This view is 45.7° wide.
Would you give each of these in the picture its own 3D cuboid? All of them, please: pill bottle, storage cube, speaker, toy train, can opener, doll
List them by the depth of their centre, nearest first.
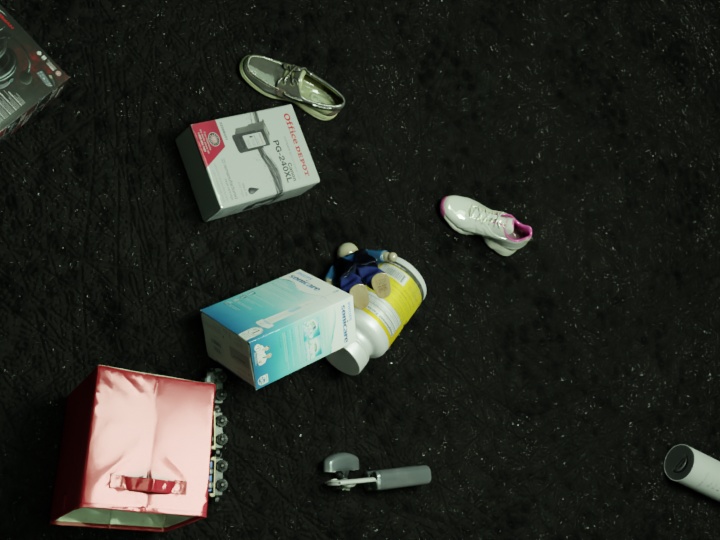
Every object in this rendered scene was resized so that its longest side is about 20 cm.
[{"bbox_3d":[-0.311,0.249,1.163,0.169,0.200,0.182,13,64,-27],"label":"storage cube"},{"bbox_3d":[-0.229,0.250,1.307,0.045,0.034,0.203,4,74,-27],"label":"toy train"},{"bbox_3d":[0.028,0.334,1.433,0.198,0.053,0.068,2,77,-33],"label":"can opener"},{"bbox_3d":[0.000,0.000,1.434,0.135,0.200,0.049,-26,113,-5],"label":"doll"},{"bbox_3d":[0.020,0.078,1.461,0.111,0.111,0.200,47,59,-12],"label":"pill bottle"},{"bbox_3d":[0.748,0.443,1.836,0.198,0.081,0.082,26,65,-23],"label":"speaker"}]

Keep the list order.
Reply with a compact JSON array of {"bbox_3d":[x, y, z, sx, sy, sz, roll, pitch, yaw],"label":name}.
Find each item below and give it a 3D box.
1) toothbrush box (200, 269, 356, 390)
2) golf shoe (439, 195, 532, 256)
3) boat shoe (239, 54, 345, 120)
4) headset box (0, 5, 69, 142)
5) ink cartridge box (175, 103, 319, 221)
[{"bbox_3d":[-0.126,0.086,1.337,0.199,0.146,0.086,-25,122,-34],"label":"toothbrush box"},{"bbox_3d":[0.248,-0.099,1.664,0.198,0.091,0.076,24,67,-23],"label":"golf shoe"},{"bbox_3d":[-0.115,-0.333,1.514,0.199,0.066,0.073,24,66,-25],"label":"boat shoe"},{"bbox_3d":[-0.546,-0.262,1.221,0.149,0.077,0.200,47,57,-13],"label":"headset box"},{"bbox_3d":[-0.184,-0.182,1.420,0.198,0.083,0.147,-20,88,-34],"label":"ink cartridge box"}]
